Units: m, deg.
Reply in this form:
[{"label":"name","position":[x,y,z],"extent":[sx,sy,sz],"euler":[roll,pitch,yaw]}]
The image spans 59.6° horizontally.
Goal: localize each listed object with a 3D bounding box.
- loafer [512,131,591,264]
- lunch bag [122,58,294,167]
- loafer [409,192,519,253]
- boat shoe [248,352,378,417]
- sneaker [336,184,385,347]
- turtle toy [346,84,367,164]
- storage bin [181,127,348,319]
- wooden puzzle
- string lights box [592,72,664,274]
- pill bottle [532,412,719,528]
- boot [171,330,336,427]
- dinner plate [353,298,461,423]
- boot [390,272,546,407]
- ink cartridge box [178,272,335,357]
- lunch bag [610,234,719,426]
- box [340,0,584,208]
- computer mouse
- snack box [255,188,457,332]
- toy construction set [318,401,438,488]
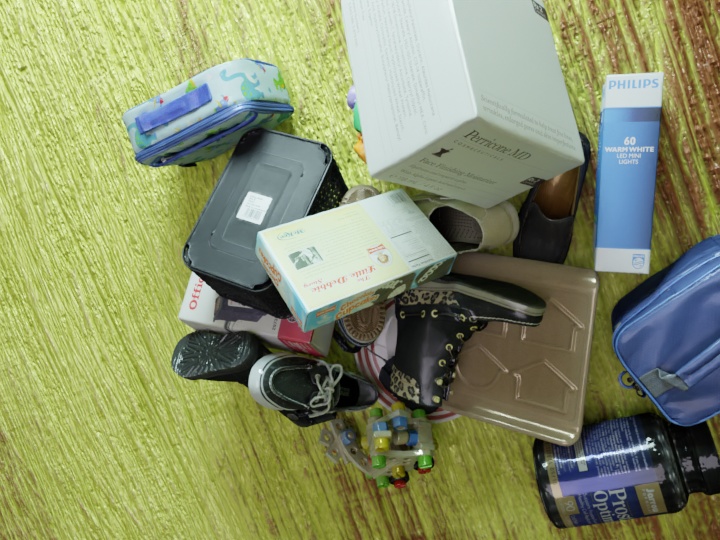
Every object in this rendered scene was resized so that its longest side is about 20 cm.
[{"label":"loafer","position":[0.221,-0.065,0.745],"extent":[0.071,0.072,0.205],"euler":[12,105,16]},{"label":"lunch bag","position":[-0.199,-0.202,0.824],"extent":[0.196,0.160,0.084],"euler":[-19,94,21]},{"label":"loafer","position":[0.094,-0.057,0.773],"extent":[0.197,0.068,0.078],"euler":[-2,100,41]},{"label":"boat shoe","position":[-0.053,0.152,0.806],"extent":[0.067,0.198,0.075],"euler":[-4,68,41]},{"label":"sneaker","position":[0.000,0.000,0.814],"extent":[0.068,0.109,0.205],"euler":[0,72,-1]},{"label":"turtle toy","position":[0.041,-0.204,0.760],"extent":[0.100,0.143,0.205],"euler":[-20,75,51]},{"label":"storage bin","position":[-0.113,-0.061,0.783],"extent":[0.133,0.094,0.203],"euler":[17,71,21]},{"label":"wooden puzzle","position":[0.188,0.087,0.763],"extent":[0.182,0.046,0.205],"euler":[10,99,32]},{"label":"string lights box","position":[0.292,-0.106,0.695],"extent":[0.058,0.103,0.205],"euler":[3,102,19]},{"label":"pill bottle","position":[0.315,0.234,0.746],"extent":[0.196,0.112,0.114],"euler":[-18,94,22]},{"label":"boot","position":[-0.144,0.155,0.877],"extent":[0.162,0.200,0.067],"euler":[-3,59,37]},{"label":"dinner plate","position":[0.085,0.107,0.853],"extent":[0.196,0.024,0.205],"euler":[4,102,18]},{"label":"boot","position":[0.116,0.086,0.740],"extent":[0.201,0.073,0.158],"euler":[11,100,40]},{"label":"ink cartridge box","position":[-0.129,0.024,0.854],"extent":[0.196,0.084,0.148],"euler":[7,72,19]},{"label":"lunch bag","position":[0.368,0.067,0.684],"extent":[0.200,0.132,0.136],"euler":[-43,85,21]},{"label":"box","position":[0.103,-0.190,0.631],"extent":[0.129,0.196,0.205],"euler":[-24,69,42]},{"label":"computer mouse","position":[0.026,0.121,0.847],"extent":[0.199,0.034,0.059],"euler":[38,111,10]},{"label":"snack box","position":[-0.003,-0.018,0.695],"extent":[0.117,0.197,0.037],"euler":[53,147,29]},{"label":"toy construction set","position":[0.026,0.238,0.838],"extent":[0.199,0.129,0.094],"euler":[-31,50,54]}]
